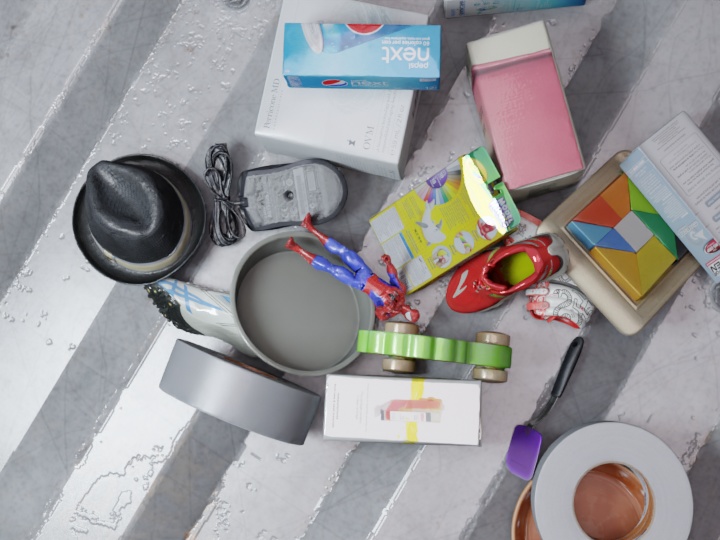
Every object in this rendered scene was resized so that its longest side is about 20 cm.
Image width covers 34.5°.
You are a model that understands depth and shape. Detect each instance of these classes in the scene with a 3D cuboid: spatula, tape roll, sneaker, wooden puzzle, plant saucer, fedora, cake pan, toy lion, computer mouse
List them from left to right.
[{"bbox_3d":[-0.305,-0.084,1.542,0.196,0.092,0.204,-3,68,6],"label":"fedora"},{"bbox_3d":[-0.201,0.051,1.564,0.197,0.072,0.073,24,56,11],"label":"sneaker"},{"bbox_3d":[-0.152,0.154,1.469,0.197,0.200,0.067,23,86,6],"label":"tape roll"},{"bbox_3d":[-0.110,-0.108,1.572,0.196,0.053,0.141,-2,97,10],"label":"computer mouse"},{"bbox_3d":[-0.078,0.047,1.524,0.196,0.037,0.204,8,65,-16],"label":"cake pan"},{"bbox_3d":[0.095,0.100,1.467,0.196,0.192,0.070,6,85,4],"label":"toy lion"},{"bbox_3d":[0.172,0.004,1.486,0.199,0.084,0.078,-30,81,43],"label":"sneaker"},{"bbox_3d":[0.229,-0.003,1.529,0.199,0.067,0.109,29,84,4],"label":"sneaker"},{"bbox_3d":[0.247,0.177,1.529,0.020,0.056,0.202,36,79,-34],"label":"spatula"},{"bbox_3d":[0.295,0.343,1.511,0.196,0.032,0.205,0,85,4],"label":"plant saucer"},{"bbox_3d":[0.316,0.293,1.466,0.196,0.066,0.205,0,85,4],"label":"tape roll"},{"bbox_3d":[0.349,-0.042,1.507,0.199,0.037,0.185,-40,83,-26],"label":"wooden puzzle"}]

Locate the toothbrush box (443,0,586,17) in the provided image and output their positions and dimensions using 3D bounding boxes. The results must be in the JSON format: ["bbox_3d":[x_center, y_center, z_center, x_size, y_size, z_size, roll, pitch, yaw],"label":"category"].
[{"bbox_3d":[0.205,-0.431,1.563,0.196,0.085,0.149,-5,85,3],"label":"toothbrush box"}]

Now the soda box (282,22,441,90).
[{"bbox_3d":[0.003,-0.268,1.452,0.196,0.064,0.069,2,85,3],"label":"soda box"}]

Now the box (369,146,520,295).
[{"bbox_3d":[0.115,-0.066,1.507,0.199,0.048,0.119,-32,81,35],"label":"box"}]

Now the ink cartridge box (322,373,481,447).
[{"bbox_3d":[0.057,0.179,1.487,0.196,0.145,0.085,3,83,4],"label":"ink cartridge box"}]

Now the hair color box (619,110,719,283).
[{"bbox_3d":[0.443,-0.096,1.510,0.098,0.061,0.201,-35,82,-24],"label":"hair color box"}]

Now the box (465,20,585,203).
[{"bbox_3d":[0.213,-0.202,1.519,0.107,0.128,0.204,-15,83,3],"label":"box"}]

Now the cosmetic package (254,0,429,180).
[{"bbox_3d":[-0.021,-0.247,1.545,0.196,0.123,0.203,11,85,6],"label":"cosmetic package"}]

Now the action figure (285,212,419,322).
[{"bbox_3d":[0.000,0.000,1.494,0.199,0.099,0.066,36,73,-1],"label":"action figure"}]
